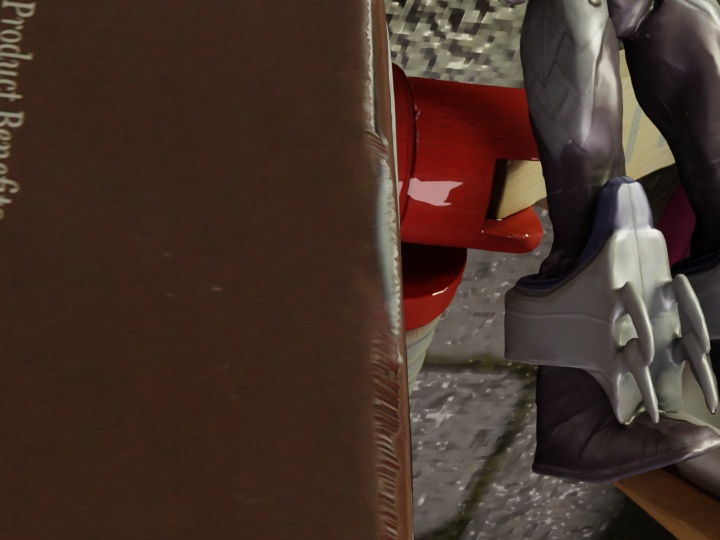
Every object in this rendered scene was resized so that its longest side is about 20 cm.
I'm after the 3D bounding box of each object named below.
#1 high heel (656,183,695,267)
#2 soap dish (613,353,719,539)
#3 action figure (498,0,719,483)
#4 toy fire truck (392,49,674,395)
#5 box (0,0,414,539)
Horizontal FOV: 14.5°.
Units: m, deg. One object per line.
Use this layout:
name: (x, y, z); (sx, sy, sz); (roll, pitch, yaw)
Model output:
high heel: (0.144, -0.066, 0.758); (0.067, 0.096, 0.200); (36, 97, -18)
soap dish: (0.171, 0.046, 0.741); (0.157, 0.200, 0.081); (-33, 107, -9)
action figure: (0.058, -0.058, 0.630); (0.130, 0.201, 0.069); (-15, 178, -31)
toy fire truck: (0.000, 0.000, 0.715); (0.199, 0.129, 0.176); (5, 133, -13)
box: (-0.089, 0.055, 0.547); (0.199, 0.166, 0.164); (-2, 135, 1)
